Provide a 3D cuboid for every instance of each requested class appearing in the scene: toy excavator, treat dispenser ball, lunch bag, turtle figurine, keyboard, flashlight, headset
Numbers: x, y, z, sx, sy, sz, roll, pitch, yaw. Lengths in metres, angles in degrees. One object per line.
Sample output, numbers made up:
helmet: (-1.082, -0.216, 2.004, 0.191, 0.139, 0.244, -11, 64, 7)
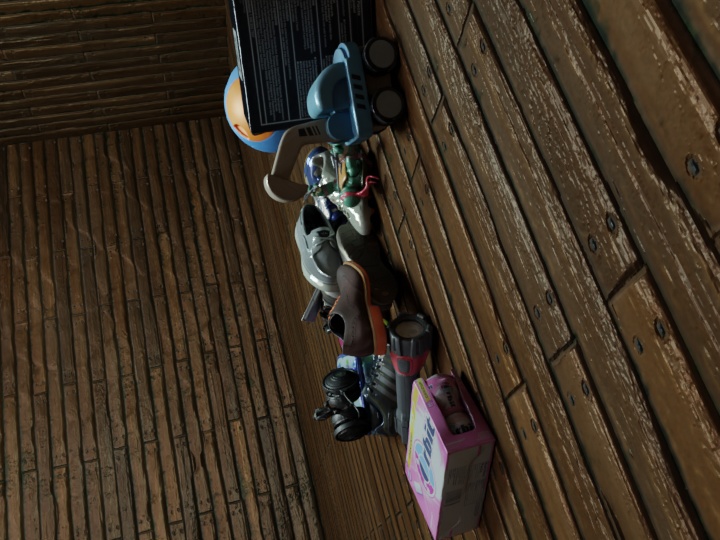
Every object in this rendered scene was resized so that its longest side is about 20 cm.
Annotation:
toy excavator: (-0.044, -0.202, 0.913, 0.100, 0.196, 0.199, -172, 72, -77)
treat dispenser ball: (-0.184, -0.349, 1.407, 0.201, 0.197, 0.205, 169, 90, -77)
lunch bag: (0.009, 0.225, 1.284, 0.200, 0.081, 0.164, 147, 115, -75)
turtle figurine: (-0.031, -0.168, 1.102, 0.150, 0.099, 0.203, -48, 33, 47)
keyboard: (-0.055, 0.003, 1.249, 0.203, 0.011, 0.056, -65, -13, 2)
flashlight: (0.075, 0.158, 0.992, 0.068, 0.066, 0.203, -124, 22, -50)
headset: (-0.036, 0.230, 1.136, 0.200, 0.092, 0.126, 124, 132, -80)

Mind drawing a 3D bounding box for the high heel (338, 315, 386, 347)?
high heel: (-0.005, 0.091, 1.245, 0.200, 0.066, 0.098, 168, 83, -73)

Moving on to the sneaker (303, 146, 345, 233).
sneaker: (-0.057, -0.144, 1.338, 0.088, 0.074, 0.203, 43, 150, 49)

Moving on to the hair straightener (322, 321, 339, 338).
hair straightener: (-0.040, 0.095, 1.422, 0.200, 0.075, 0.042, -97, 25, -73)

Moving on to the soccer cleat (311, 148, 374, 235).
soccer cleat: (-0.031, -0.134, 1.177, 0.070, 0.076, 0.202, 95, 160, -50)

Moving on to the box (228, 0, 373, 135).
box: (-0.086, -0.325, 1.001, 0.124, 0.194, 0.204, -120, 23, -60)

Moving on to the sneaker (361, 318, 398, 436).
sneaker: (0.039, 0.177, 1.108, 0.074, 0.079, 0.204, 133, 125, -74)

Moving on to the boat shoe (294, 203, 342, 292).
boat shoe: (-0.073, -0.046, 1.183, 0.202, 0.069, 0.073, -117, 28, -46)

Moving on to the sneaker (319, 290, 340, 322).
sneaker: (-0.040, 0.065, 1.247, 0.076, 0.083, 0.200, 35, 179, 15)

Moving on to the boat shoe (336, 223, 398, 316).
boat shoe: (0.000, 0.000, 1.134, 0.202, 0.073, 0.074, -112, 30, -45)

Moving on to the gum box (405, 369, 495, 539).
gum box: (0.110, 0.237, 0.871, 0.114, 0.065, 0.203, -117, 22, -48)

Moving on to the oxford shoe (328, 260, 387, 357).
oxford shoe: (-0.017, 0.051, 1.008, 0.201, 0.071, 0.072, -114, 18, -55)
